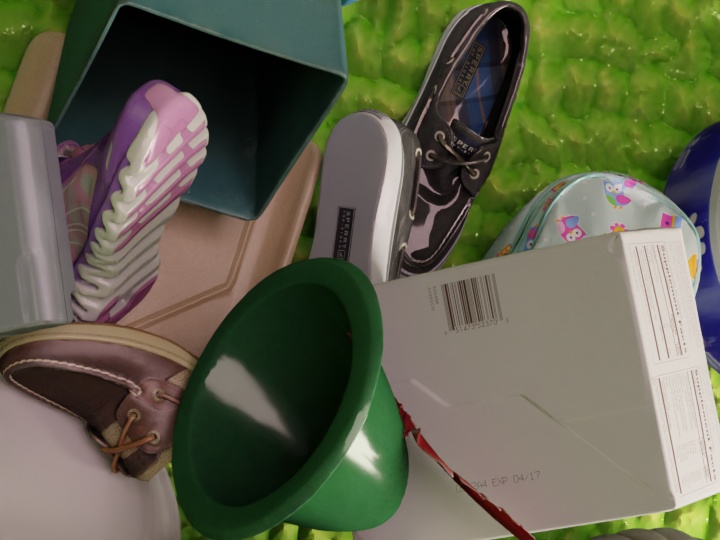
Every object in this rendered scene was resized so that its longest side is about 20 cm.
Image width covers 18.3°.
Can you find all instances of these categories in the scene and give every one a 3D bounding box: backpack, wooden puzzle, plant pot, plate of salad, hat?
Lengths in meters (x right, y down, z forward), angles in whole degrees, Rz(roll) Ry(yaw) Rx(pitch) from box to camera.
[{"bbox_3d":[0.137,0.037,1.437,0.166,0.126,0.201,31,69,-12],"label":"backpack"},{"bbox_3d":[-0.140,-0.029,1.385,0.199,0.037,0.186,21,75,-14],"label":"wooden puzzle"},{"bbox_3d":[-0.097,-0.164,1.348,0.140,0.142,0.201,17,48,-19],"label":"plant pot"},{"bbox_3d":[-0.191,0.129,1.303,0.199,0.048,0.201,28,41,-28],"label":"plate of salad"},{"bbox_3d":[0.012,0.114,1.261,0.176,0.165,0.201,33,27,-33],"label":"hat"}]

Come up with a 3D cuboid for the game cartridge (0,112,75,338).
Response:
[{"bbox_3d":[-0.256,-0.019,1.260,0.040,0.198,0.135,11,69,-64],"label":"game cartridge"}]

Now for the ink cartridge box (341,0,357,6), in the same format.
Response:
[{"bbox_3d":[0.057,-0.237,1.405,0.114,0.200,0.068,-24,91,-23],"label":"ink cartridge box"}]

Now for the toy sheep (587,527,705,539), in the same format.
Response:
[{"bbox_3d":[0.194,0.232,1.433,0.199,0.137,0.139,14,76,-35],"label":"toy sheep"}]

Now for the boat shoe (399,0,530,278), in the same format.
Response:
[{"bbox_3d":[0.064,-0.087,1.457,0.070,0.066,0.201,29,73,-15],"label":"boat shoe"}]

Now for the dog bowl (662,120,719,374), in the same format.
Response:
[{"bbox_3d":[0.300,-0.016,1.519,0.199,0.079,0.202,8,76,-32],"label":"dog bowl"}]

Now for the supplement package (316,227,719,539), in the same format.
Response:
[{"bbox_3d":[0.092,0.070,1.290,0.111,0.198,0.157,-4,82,-64],"label":"supplement package"}]

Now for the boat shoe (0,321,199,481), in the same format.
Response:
[{"bbox_3d":[-0.121,0.088,1.313,0.199,0.072,0.073,21,57,-26],"label":"boat shoe"}]

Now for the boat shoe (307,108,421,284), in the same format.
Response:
[{"bbox_3d":[0.000,0.000,1.412,0.056,0.068,0.202,6,98,-56],"label":"boat shoe"}]

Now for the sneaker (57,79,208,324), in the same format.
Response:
[{"bbox_3d":[-0.152,-0.044,1.273,0.088,0.201,0.080,42,51,10],"label":"sneaker"}]
